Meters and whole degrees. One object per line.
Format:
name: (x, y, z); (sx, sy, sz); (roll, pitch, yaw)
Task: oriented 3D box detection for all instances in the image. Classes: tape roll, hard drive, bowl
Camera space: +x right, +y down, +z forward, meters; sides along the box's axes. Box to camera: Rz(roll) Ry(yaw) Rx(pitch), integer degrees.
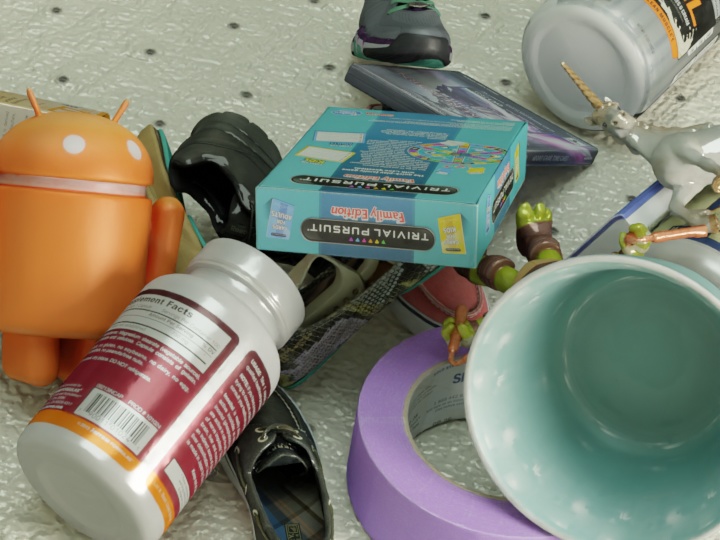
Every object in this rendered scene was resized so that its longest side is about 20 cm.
tape roll: (0.093, 0.127, 1.579); (0.199, 0.066, 0.201); (5, 41, -5)
hard drive: (0.223, -0.049, 1.750); (0.025, 0.132, 0.200); (49, 51, 4)
bowl: (0.176, 0.071, 1.488); (0.200, 0.202, 0.105); (22, 24, 13)

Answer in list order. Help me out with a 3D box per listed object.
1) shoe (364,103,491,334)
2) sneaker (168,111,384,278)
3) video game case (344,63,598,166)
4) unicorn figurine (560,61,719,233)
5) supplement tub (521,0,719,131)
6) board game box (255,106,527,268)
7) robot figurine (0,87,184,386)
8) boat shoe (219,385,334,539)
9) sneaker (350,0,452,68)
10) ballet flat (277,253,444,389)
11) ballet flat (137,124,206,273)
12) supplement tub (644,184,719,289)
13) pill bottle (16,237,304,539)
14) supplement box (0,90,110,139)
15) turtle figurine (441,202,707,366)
shoe: (0.044, -0.036, 1.727); (0.071, 0.091, 0.200); (-11, 46, -22)
sneaker: (-0.058, -0.033, 1.693); (0.200, 0.076, 0.091); (33, 32, 9)
video game case: (0.090, -0.121, 1.813); (0.143, 0.019, 0.200); (31, 15, 22)
unicorn figurine: (0.251, -0.085, 1.649); (0.199, 0.074, 0.137); (1, 27, -16)
supplement tub: (0.232, -0.211, 1.934); (0.122, 0.123, 0.200); (28, 45, 20)
board game box: (0.025, -0.060, 1.604); (0.150, 0.047, 0.200); (5, 21, 12)
robot figurine: (-0.203, -0.022, 1.586); (0.143, 0.201, 0.117); (6, 1, 9)
boat shoe: (-0.052, 0.136, 1.546); (0.068, 0.057, 0.200); (-4, 44, -15)
sneaker: (0.030, -0.210, 1.852); (0.074, 0.088, 0.200); (6, 6, -12)
ballet flat: (0.000, 0.000, 1.630); (0.200, 0.072, 0.072); (-40, 55, -4)
ballet flat: (-0.151, -0.034, 1.711); (0.063, 0.069, 0.200); (-18, 46, -8)
supplement tub: (0.286, 0.004, 1.690); (0.145, 0.145, 0.200); (32, 47, 23)
pill bottle: (-0.125, 0.077, 1.524); (0.113, 0.113, 0.200); (28, 59, 19)
supplement box: (-0.294, -0.100, 1.705); (0.199, 0.074, 0.126); (11, 6, 0)
turtle figurine: (0.137, 0.006, 1.619); (0.199, 0.065, 0.161); (-30, 28, -5)
